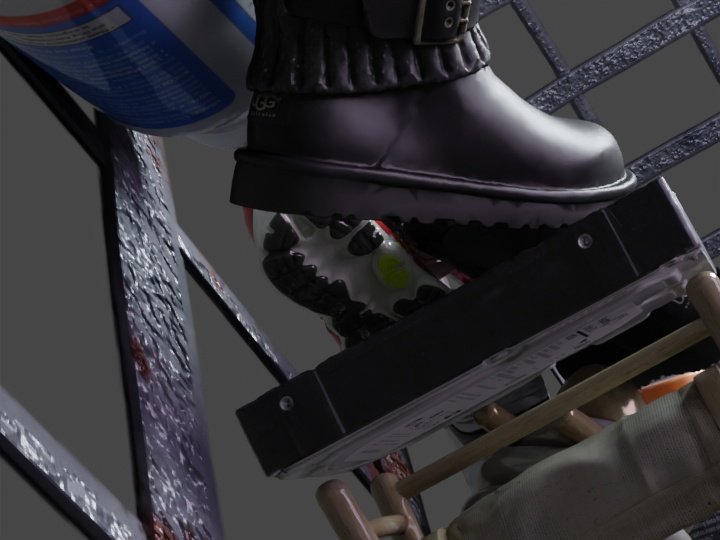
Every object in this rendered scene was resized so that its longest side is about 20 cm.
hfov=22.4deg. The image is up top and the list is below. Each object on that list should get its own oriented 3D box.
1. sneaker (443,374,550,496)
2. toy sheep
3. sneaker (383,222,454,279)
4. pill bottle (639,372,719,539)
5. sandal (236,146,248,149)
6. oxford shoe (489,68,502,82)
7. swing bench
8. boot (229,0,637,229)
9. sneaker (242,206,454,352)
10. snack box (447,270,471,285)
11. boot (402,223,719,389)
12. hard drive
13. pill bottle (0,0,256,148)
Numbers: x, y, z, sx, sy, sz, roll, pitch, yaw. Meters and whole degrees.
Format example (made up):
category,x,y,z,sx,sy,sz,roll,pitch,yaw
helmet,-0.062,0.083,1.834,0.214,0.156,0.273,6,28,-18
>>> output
category,x,y,z,sx,sy,sz,roll,pitch,yaw
sneaker,0.086,0.105,1.108,0.200,0.075,0.115,-108,178,-83
toy sheep,0.110,0.144,0.949,0.138,0.138,0.200,45,57,-56
sneaker,-0.016,-0.080,1.019,0.089,0.077,0.200,7,-50,57
pill bottle,0.222,0.164,1.149,0.106,0.106,0.200,14,57,-76
sandal,-0.064,-0.091,1.029,0.200,0.043,0.076,62,11,-57
oxford shoe,0.031,-0.121,1.096,0.071,0.071,0.200,84,-13,-46
swing bench,0.120,0.137,0.800,0.200,0.199,0.130,62,10,10
boot,0.041,-0.098,0.746,0.211,0.079,0.158,2,96,-41
sneaker,0.000,0.000,0.974,0.200,0.077,0.085,53,3,-44
snack box,0.077,-0.022,1.163,0.169,0.068,0.200,35,2,-43
boot,0.101,-0.001,0.997,0.168,0.076,0.200,30,-14,-8
hard drive,0.056,0.031,0.787,0.038,0.200,0.140,62,9,11
pill bottle,-0.090,-0.121,0.752,0.112,0.112,0.200,64,10,24
